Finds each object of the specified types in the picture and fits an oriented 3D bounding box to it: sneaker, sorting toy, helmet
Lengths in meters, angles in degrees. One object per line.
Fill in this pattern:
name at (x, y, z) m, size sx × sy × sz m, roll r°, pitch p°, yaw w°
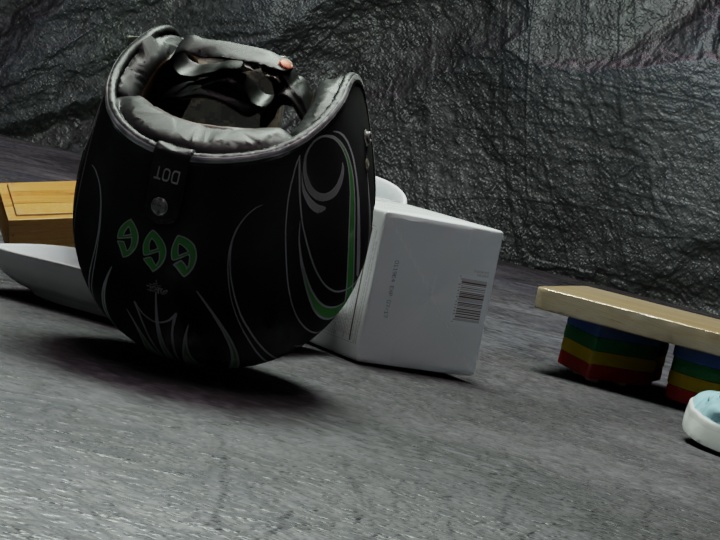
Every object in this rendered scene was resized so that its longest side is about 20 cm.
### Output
sneaker at (0.290, 0.096, 1.593) m, size 0.073 × 0.083 × 0.200 m, roll 13°, pitch 4°, yaw -21°
sorting toy at (0.259, 0.071, 1.970) m, size 0.198 × 0.070 × 0.199 m, roll 15°, pitch 4°, yaw 17°
helmet at (-0.082, -0.035, 1.399) m, size 0.198 × 0.192 × 0.201 m, roll 2°, pitch 38°, yaw -1°

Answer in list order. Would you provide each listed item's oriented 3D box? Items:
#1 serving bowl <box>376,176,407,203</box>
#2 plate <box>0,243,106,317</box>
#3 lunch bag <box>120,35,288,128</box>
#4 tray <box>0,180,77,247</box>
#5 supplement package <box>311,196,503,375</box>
serving bowl at (-0.060, -0.034, 1.982) m, size 0.198 × 0.066 × 0.200 m, roll 2°, pitch 20°, yaw -1°
plate at (-0.137, 0.019, 1.603) m, size 0.198 × 0.033 × 0.200 m, roll 14°, pitch 4°, yaw 17°
lunch bag at (-0.130, -0.083, 1.639) m, size 0.117 × 0.166 × 0.200 m, roll 6°, pitch 6°, yaw -19°
tray at (-0.188, -0.045, 1.846) m, size 0.198 × 0.037 × 0.099 m, roll -2°, pitch 20°, yaw -14°
supplement package at (0.000, 0.000, 1.745) m, size 0.109 × 0.115 × 0.200 m, roll 9°, pitch 6°, yaw -33°
